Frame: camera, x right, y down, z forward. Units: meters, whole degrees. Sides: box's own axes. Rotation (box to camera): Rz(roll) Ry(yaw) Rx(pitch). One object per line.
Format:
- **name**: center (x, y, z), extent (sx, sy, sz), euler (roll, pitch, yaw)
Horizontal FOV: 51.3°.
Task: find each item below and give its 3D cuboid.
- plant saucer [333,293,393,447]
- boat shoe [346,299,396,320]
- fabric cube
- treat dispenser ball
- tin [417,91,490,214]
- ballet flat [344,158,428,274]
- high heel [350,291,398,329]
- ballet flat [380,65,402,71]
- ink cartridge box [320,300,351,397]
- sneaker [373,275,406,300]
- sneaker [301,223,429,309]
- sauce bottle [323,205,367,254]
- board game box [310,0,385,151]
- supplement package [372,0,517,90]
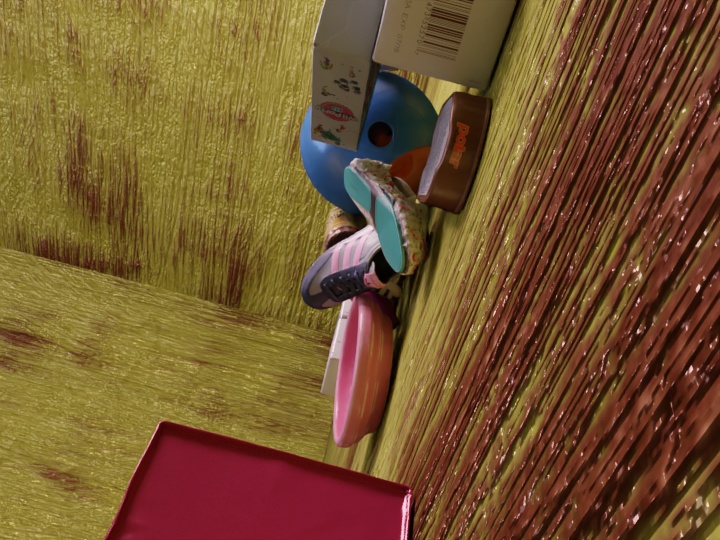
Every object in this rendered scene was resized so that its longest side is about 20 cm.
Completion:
- **plant saucer**: center (0.004, 0.133, 0.987), extent (0.201, 0.051, 0.201), euler (-170, 90, -83)
- **boat shoe**: center (0.023, 0.039, 1.197), extent (0.066, 0.074, 0.201), euler (96, -174, -55)
- **fabric cube**: center (-0.086, 0.260, 0.505), extent (0.200, 0.195, 0.200), euler (-75, 2, -59)
- **treat dispenser ball**: center (0.015, -0.177, 1.049), extent (0.201, 0.200, 0.202), euler (-165, 90, -89)
- **tin**: center (0.089, -0.116, 0.744), extent (0.200, 0.042, 0.112), euler (-82, 11, -85)
- **ballet flat**: center (0.040, -0.072, 0.862), extent (0.200, 0.064, 0.076), euler (-118, 27, -45)
- **high heel**: center (0.024, 0.010, 1.114), extent (0.096, 0.067, 0.200), euler (-50, 38, 6)
- **ballet flat**: center (0.068, -0.291, 0.955), extent (0.064, 0.199, 0.076), euler (-35, -52, -46)
- **ink cartridge box**: center (-0.001, 0.105, 1.280), extent (0.146, 0.084, 0.201), euler (105, 179, -56)
- **sneaker**: center (0.057, -0.046, 1.061), extent (0.200, 0.075, 0.116), euler (-91, 25, -67)
- **sneaker**: center (0.000, 0.000, 0.939), extent (0.200, 0.070, 0.082), euler (-37, 28, 24)
- **sauce bottle**: center (-0.021, -0.061, 1.107), extent (0.200, 0.066, 0.066), euler (-95, 19, -70)
- **board game box**: center (-0.010, -0.246, 0.834), extent (0.200, 0.064, 0.148), euler (105, 179, -74)
- **supplement package**: center (0.091, -0.290, 0.749), extent (0.200, 0.117, 0.117), euler (-76, 0, -47)
